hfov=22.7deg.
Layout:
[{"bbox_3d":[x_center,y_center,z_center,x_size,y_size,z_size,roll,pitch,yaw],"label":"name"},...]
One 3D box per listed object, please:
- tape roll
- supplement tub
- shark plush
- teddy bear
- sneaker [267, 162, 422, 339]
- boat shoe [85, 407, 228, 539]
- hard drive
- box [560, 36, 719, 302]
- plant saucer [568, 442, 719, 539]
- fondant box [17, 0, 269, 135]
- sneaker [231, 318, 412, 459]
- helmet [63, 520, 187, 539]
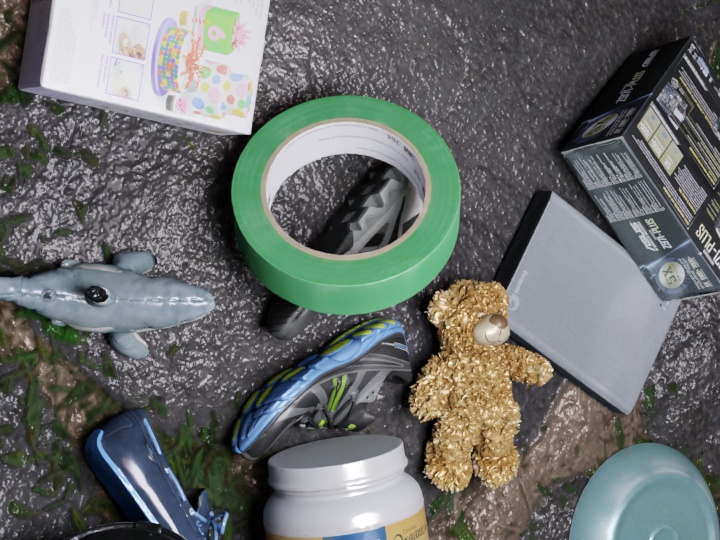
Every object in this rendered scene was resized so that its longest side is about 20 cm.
[{"bbox_3d":[-0.012,-0.058,1.552,0.198,0.048,0.202,0,58,1],"label":"tape roll"},{"bbox_3d":[-0.008,0.257,1.577,0.143,0.144,0.203,-12,97,-31],"label":"supplement tub"},{"bbox_3d":[-0.222,0.011,1.476,0.198,0.083,0.092,20,81,-30],"label":"shark plush"},{"bbox_3d":[0.111,0.112,1.677,0.143,0.067,0.202,16,94,-17],"label":"teddy bear"},{"bbox_3d":[0.000,0.000,1.611,0.089,0.074,0.200,48,69,-20],"label":"sneaker"},{"bbox_3d":[-0.152,0.207,1.526,0.069,0.084,0.201,-40,112,-28],"label":"boat shoe"},{"bbox_3d":[0.220,0.033,1.779,0.199,0.033,0.141,35,74,-27],"label":"hard drive"},{"bbox_3d":[0.316,-0.099,1.786,0.201,0.086,0.164,52,54,-21],"label":"box"},{"bbox_3d":[0.301,0.279,1.832,0.198,0.036,0.203,-1,92,-32],"label":"plant saucer"},{"bbox_3d":[-0.179,-0.204,1.515,0.198,0.058,0.146,11,85,-30],"label":"fondant box"},{"bbox_3d":[-0.028,0.115,1.605,0.199,0.071,0.083,-30,100,-31],"label":"sneaker"},{"bbox_3d":[-0.190,0.324,1.440,0.198,0.200,0.193,-19,126,-30],"label":"helmet"}]
